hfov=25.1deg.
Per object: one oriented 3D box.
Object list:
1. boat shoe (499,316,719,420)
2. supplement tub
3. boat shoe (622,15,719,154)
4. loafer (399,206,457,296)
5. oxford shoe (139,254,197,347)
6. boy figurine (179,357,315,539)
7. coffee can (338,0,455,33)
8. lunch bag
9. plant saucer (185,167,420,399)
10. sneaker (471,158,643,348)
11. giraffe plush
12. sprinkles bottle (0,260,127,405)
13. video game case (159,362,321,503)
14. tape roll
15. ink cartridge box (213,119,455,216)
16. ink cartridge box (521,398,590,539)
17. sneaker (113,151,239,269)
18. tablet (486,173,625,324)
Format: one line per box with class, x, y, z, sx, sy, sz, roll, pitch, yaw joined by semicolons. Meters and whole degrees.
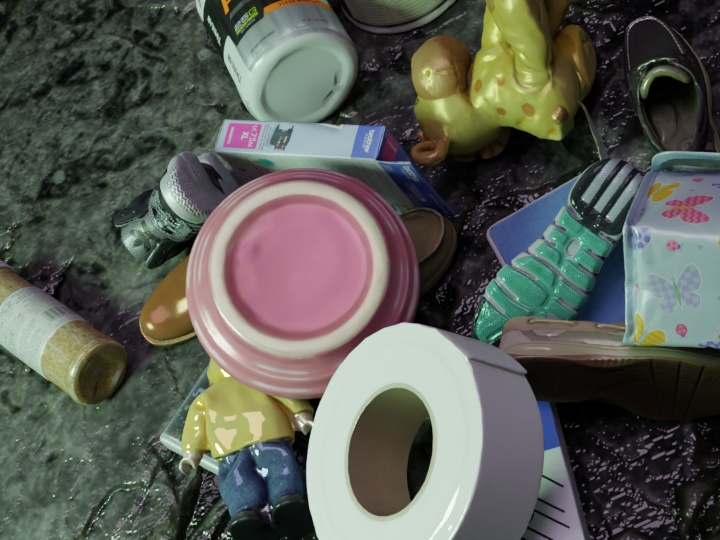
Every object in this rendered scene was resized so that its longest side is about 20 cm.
boat shoe;0.208;0.069;1.275;0.198;0.073;0.065;4;44;7
supplement tub;-0.089;-0.245;1.601;0.122;0.123;0.201;-31;51;2
boat shoe;0.271;-0.156;1.413;0.071;0.066;0.202;-18;53;13
loafer;0.000;0.000;1.415;0.199;0.068;0.076;-34;48;-18
oxford shoe;-0.132;-0.005;1.485;0.200;0.071;0.072;-39;70;8
boy figurine;-0.098;0.134;1.364;0.123;0.065;0.201;-23;52;5
coffee can;0.012;-0.350;1.574;0.145;0.200;0.148;-12;54;17
lunch bag;0.298;-0.026;1.255;0.168;0.128;0.200;5;24;20
plant saucer;-0.049;0.004;1.349;0.198;0.051;0.203;-1;72;3
sneaker;0.174;-0.004;1.354;0.074;0.087;0.200;42;104;12
giraffe plush;0.117;-0.170;1.458;0.161;0.172;0.202;-18;84;25
sprinkles bottle;-0.307;0.055;1.537;0.199;0.068;0.068;30;74;36
video game case;-0.054;0.113;1.413;0.199;0.023;0.183;22;70;33
tape roll;0.047;0.144;1.248;0.202;0.070;0.205;-22;60;45
ink cartridge box;-0.019;-0.092;1.467;0.198;0.119;0.042;7;70;28
ink cartridge box;0.122;0.170;1.280;0.093;0.044;0.201;-19;53;10
sneaker;-0.175;-0.050;1.493;0.113;0.200;0.076;-37;92;8
tablet;0.198;0.005;1.374;0.129;0.014;0.201;-29;51;5
